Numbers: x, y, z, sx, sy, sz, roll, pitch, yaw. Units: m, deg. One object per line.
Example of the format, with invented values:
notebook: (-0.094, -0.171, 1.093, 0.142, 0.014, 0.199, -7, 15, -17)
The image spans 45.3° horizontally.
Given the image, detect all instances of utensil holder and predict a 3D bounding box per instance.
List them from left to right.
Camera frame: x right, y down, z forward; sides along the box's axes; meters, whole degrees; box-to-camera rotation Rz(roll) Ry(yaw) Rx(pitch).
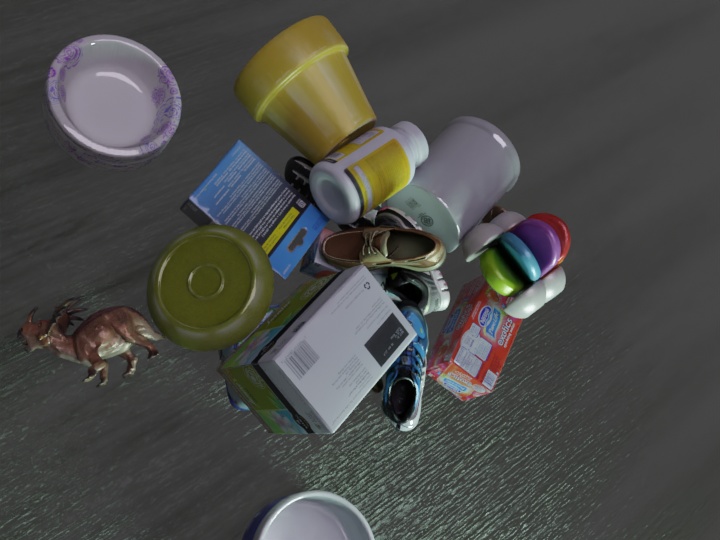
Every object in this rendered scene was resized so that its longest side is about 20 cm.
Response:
utensil holder: (0.167, -0.151, 1.556, 0.170, 0.170, 0.200, 46, 61, -8)

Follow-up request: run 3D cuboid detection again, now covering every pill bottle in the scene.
pill bottle: (0.019, -0.168, 1.426, 0.200, 0.112, 0.112, -36, 93, -31)

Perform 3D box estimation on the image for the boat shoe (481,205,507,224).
boat shoe: (0.284, -0.027, 1.632, 0.072, 0.065, 0.201, -23, 91, 8)

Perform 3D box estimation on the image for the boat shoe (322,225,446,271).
boat shoe: (0.036, -0.041, 1.376, 0.198, 0.074, 0.076, 0, 76, 10)

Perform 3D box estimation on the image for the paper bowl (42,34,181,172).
paper bowl: (-0.383, -0.248, 1.320, 0.199, 0.104, 0.202, 9, 70, -26)

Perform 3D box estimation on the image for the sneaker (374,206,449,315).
sneaker: (0.072, -0.010, 1.436, 0.087, 0.074, 0.201, -30, 93, -40)

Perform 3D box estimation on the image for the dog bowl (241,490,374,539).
dog bowl: (-0.079, 0.433, 1.281, 0.199, 0.079, 0.202, 10, 70, -27)

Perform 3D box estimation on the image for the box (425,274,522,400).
box: (0.205, 0.117, 1.529, 0.099, 0.095, 0.201, 37, 60, -13)

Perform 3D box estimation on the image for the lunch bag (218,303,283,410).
lunch bag: (-0.119, 0.136, 1.353, 0.199, 0.082, 0.162, -5, 76, -30)

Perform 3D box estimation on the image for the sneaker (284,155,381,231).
sneaker: (-0.046, -0.134, 1.499, 0.200, 0.074, 0.080, 38, 45, -18)

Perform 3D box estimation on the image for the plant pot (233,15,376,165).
plant pot: (-0.077, -0.284, 1.433, 0.200, 0.201, 0.189, -36, 86, -32)

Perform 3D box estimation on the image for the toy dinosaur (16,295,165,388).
toy dinosaur: (-0.371, 0.088, 1.234, 0.199, 0.086, 0.136, -19, 77, -38)

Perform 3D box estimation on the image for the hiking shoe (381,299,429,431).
hiking shoe: (0.076, 0.150, 1.382, 0.074, 0.087, 0.202, 2, 95, -5)

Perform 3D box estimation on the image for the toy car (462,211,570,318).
toy car: (0.289, -0.030, 1.490, 0.200, 0.150, 0.176, -25, 76, -50)

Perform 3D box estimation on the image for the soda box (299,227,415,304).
soda box: (0.000, 0.000, 1.475, 0.199, 0.064, 0.069, 22, 64, -20)

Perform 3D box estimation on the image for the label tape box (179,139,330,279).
label tape box: (-0.171, -0.091, 1.409, 0.200, 0.063, 0.145, 41, 60, -10)

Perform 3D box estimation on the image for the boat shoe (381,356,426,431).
boat shoe: (0.078, 0.167, 1.460, 0.073, 0.065, 0.202, 3, 73, -28)

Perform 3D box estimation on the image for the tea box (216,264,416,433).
tea box: (-0.064, 0.116, 1.226, 0.134, 0.196, 0.200, 51, 58, -12)

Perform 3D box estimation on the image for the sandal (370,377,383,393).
sandal: (0.009, 0.105, 1.418, 0.080, 0.054, 0.202, -27, 102, -75)

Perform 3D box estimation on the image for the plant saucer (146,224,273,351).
plant saucer: (-0.231, 0.020, 1.300, 0.198, 0.031, 0.202, -2, 72, 5)
